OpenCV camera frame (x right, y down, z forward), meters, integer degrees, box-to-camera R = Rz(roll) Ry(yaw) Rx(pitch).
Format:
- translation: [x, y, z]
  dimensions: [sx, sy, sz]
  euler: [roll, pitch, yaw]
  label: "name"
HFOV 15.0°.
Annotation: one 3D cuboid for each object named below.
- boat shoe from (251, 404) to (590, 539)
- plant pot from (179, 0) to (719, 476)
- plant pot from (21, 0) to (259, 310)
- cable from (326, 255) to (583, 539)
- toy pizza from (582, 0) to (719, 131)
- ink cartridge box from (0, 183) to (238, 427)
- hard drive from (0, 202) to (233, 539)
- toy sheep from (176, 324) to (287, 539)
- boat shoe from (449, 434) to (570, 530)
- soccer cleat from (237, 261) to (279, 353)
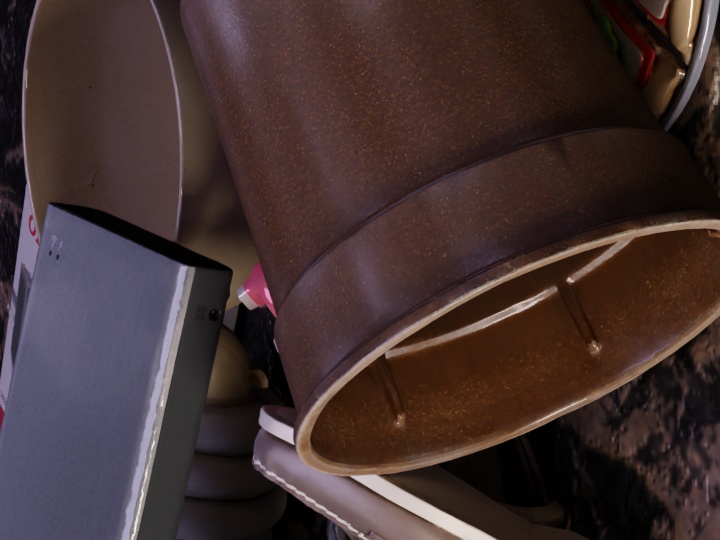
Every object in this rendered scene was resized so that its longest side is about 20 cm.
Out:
- translation: [0.037, 0.123, 1.176]
  dimensions: [0.060, 0.200, 0.072]
  euler: [-64, -4, 12]
  label: "boat shoe"
- translation: [0.031, -0.051, 1.110]
  dimensions: [0.200, 0.200, 0.199]
  euler: [-51, 57, 52]
  label: "plant pot"
- translation: [-0.073, -0.069, 1.389]
  dimensions: [0.200, 0.134, 0.201]
  euler: [14, 106, 60]
  label: "plant pot"
- translation: [0.051, 0.047, 1.226]
  dimensions: [0.097, 0.050, 0.201]
  euler: [20, 99, 34]
  label: "cable"
- translation: [0.088, -0.140, 1.187]
  dimensions: [0.200, 0.032, 0.201]
  euler: [16, 108, 60]
  label: "toy pizza"
- translation: [-0.148, 0.063, 1.602]
  dimensions: [0.147, 0.083, 0.201]
  euler: [49, 136, 48]
  label: "ink cartridge box"
- translation: [-0.125, 0.080, 1.293]
  dimensions: [0.139, 0.033, 0.201]
  euler: [22, 102, 54]
  label: "hard drive"
- translation: [-0.104, 0.118, 1.479]
  dimensions: [0.138, 0.137, 0.201]
  euler: [44, 123, 51]
  label: "toy sheep"
- translation: [0.060, 0.123, 1.246]
  dimensions: [0.072, 0.072, 0.201]
  euler: [136, 130, -55]
  label: "boat shoe"
- translation: [0.000, 0.000, 1.286]
  dimensions: [0.067, 0.076, 0.200]
  euler: [55, -169, 5]
  label: "soccer cleat"
